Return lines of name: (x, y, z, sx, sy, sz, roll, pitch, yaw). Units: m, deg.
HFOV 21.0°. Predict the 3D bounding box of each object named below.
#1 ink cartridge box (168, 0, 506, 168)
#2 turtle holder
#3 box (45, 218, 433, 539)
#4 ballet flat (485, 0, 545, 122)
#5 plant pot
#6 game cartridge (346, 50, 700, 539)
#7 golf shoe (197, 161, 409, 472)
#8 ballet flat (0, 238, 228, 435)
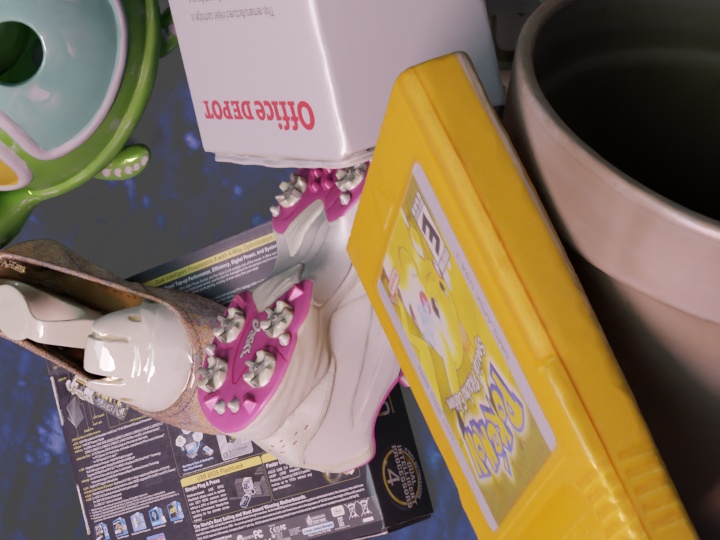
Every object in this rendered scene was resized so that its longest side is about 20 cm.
ink cartridge box: (-0.026, -0.151, 0.808, 0.145, 0.083, 0.202, 10, 116, 62)
turtle holder: (-0.191, -0.103, 0.996, 0.186, 0.131, 0.141, -45, 65, 19)
box: (-0.070, 0.072, 0.992, 0.199, 0.049, 0.163, -21, 84, 37)
ballet flat: (0.075, -0.073, 0.855, 0.071, 0.071, 0.202, -19, 83, 37)
plant pot: (0.140, 0.008, 0.756, 0.199, 0.199, 0.175, 33, 130, 30)
game cartridge: (0.054, 0.043, 0.735, 0.177, 0.032, 0.201, 107, 142, -68)
golf shoe: (0.000, 0.000, 0.900, 0.075, 0.091, 0.201, 4, 62, 54)
ballet flat: (-0.125, 0.035, 0.960, 0.199, 0.067, 0.069, 18, 101, 36)
